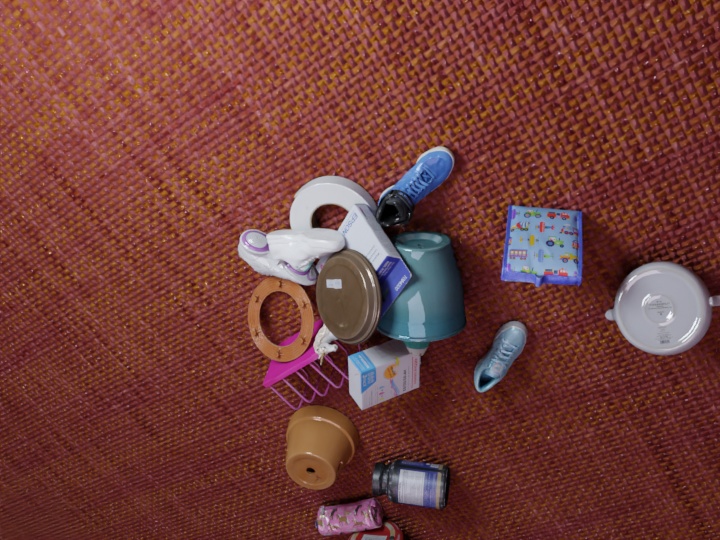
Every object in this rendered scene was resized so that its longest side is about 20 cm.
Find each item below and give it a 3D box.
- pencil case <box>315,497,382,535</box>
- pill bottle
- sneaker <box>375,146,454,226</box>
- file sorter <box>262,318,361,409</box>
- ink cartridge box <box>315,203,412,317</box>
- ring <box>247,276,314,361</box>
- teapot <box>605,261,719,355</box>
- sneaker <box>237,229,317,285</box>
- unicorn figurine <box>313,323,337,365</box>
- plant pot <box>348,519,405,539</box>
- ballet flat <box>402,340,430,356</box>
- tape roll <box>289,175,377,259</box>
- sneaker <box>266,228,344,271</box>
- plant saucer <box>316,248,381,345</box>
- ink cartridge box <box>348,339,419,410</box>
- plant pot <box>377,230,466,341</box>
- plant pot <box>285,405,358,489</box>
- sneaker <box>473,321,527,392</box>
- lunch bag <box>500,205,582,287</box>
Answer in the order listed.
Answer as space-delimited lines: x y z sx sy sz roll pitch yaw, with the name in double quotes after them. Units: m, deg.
-0.031 0.707 2.175 0.198 0.084 0.086 -16 146 24 "pencil case"
0.134 0.564 2.012 0.197 0.112 0.113 4 125 13 "pill bottle"
0.107 -0.160 1.522 0.199 0.112 0.077 -34 110 31 "sneaker"
-0.111 0.227 1.832 0.199 0.140 0.125 -32 115 31 "file sorter"
0.000 0.000 1.584 0.043 0.201 0.197 -3 140 -40 "ink cartridge box"
-0.192 0.114 1.781 0.198 0.019 0.204 3 95 32 "ring"
0.619 0.075 1.530 0.200 0.145 0.199 40 109 26 "teapot"
-0.190 -0.021 1.736 0.198 0.075 0.100 29 145 -6 "sneaker"
-0.051 0.113 1.719 0.135 0.203 0.074 -11 161 -13 "unicorn figurine"
0.063 0.832 2.169 0.198 0.201 0.185 -11 111 21 "plant pot"
0.133 0.150 1.671 0.066 0.200 0.072 5 103 15 "ballet flat"
-0.056 -0.108 1.648 0.200 0.037 0.205 8 125 11 "tape roll"
-0.112 -0.040 1.624 0.198 0.075 0.090 4 108 36 "sneaker"
-0.031 0.056 1.576 0.199 0.029 0.203 9 101 49 "plant saucer"
0.073 0.229 1.756 0.198 0.068 0.116 -18 127 -23 "ink cartridge box"
0.125 0.023 1.604 0.197 0.200 0.191 2 110 14 "plant pot"
-0.114 0.478 2.003 0.197 0.141 0.202 7 124 10 "plant pot"
0.322 0.207 1.734 0.073 0.082 0.201 22 126 -2 "sneaker"
0.356 -0.036 1.485 0.148 0.201 0.095 6 125 11 "lunch bag"
